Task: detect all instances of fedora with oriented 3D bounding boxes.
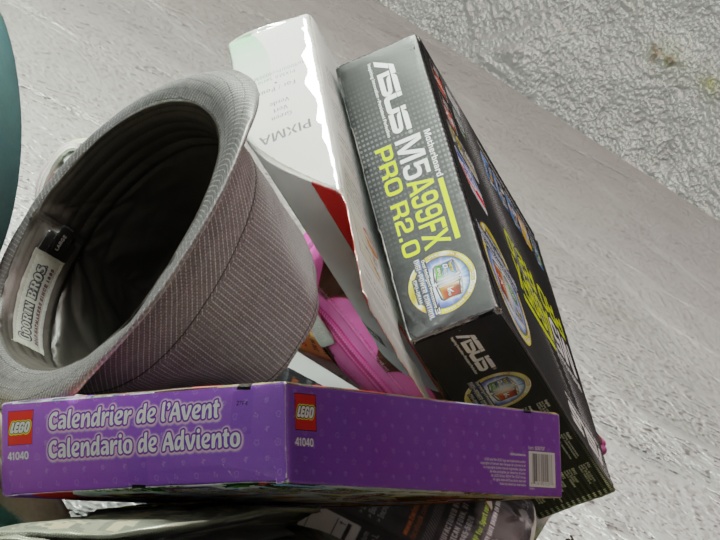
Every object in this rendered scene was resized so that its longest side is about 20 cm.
[{"bbox_3d":[-0.080,0.006,0.989,0.090,0.177,0.200,36,-18,-26],"label":"fedora"}]

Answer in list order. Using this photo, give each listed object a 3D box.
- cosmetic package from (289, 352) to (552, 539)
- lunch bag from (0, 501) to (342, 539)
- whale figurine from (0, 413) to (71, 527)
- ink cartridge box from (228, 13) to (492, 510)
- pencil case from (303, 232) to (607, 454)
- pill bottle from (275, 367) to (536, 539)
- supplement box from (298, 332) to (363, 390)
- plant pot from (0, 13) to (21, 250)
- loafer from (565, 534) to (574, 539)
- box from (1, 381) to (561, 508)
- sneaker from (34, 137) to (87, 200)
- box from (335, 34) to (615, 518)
[{"bbox_3d":[-0.008,0.109,1.188,0.200,0.083,0.051,32,11,8],"label":"cosmetic package"},{"bbox_3d":[-0.050,0.150,0.869,0.200,0.118,0.164,31,8,20],"label":"lunch bag"},{"bbox_3d":[-0.200,0.073,0.921,0.159,0.104,0.200,25,-18,44],"label":"whale figurine"},{"bbox_3d":[0.000,0.000,1.075,0.201,0.050,0.161,-99,163,-45],"label":"ink cartridge box"},{"bbox_3d":[0.039,0.052,1.234,0.200,0.091,0.094,47,39,3],"label":"pencil case"},{"bbox_3d":[-0.025,0.109,1.088,0.199,0.106,0.106,29,13,-6],"label":"pill bottle"},{"bbox_3d":[-0.064,0.047,1.310,0.199,0.074,0.126,22,15,-30],"label":"supplement box"},{"bbox_3d":[-0.238,-0.028,1.031,0.200,0.200,0.135,14,47,-49],"label":"plant pot"},{"bbox_3d":[0.169,0.198,1.251,0.199,0.072,0.073,21,15,-31],"label":"loafer"},{"bbox_3d":[-0.026,0.073,0.918,0.136,0.039,0.200,-7,-10,33],"label":"box"},{"bbox_3d":[-0.166,-0.035,1.410,0.088,0.082,0.200,31,5,10],"label":"sneaker"},{"bbox_3d":[0.057,0.007,1.103,0.200,0.044,0.161,54,17,-53],"label":"box"}]
